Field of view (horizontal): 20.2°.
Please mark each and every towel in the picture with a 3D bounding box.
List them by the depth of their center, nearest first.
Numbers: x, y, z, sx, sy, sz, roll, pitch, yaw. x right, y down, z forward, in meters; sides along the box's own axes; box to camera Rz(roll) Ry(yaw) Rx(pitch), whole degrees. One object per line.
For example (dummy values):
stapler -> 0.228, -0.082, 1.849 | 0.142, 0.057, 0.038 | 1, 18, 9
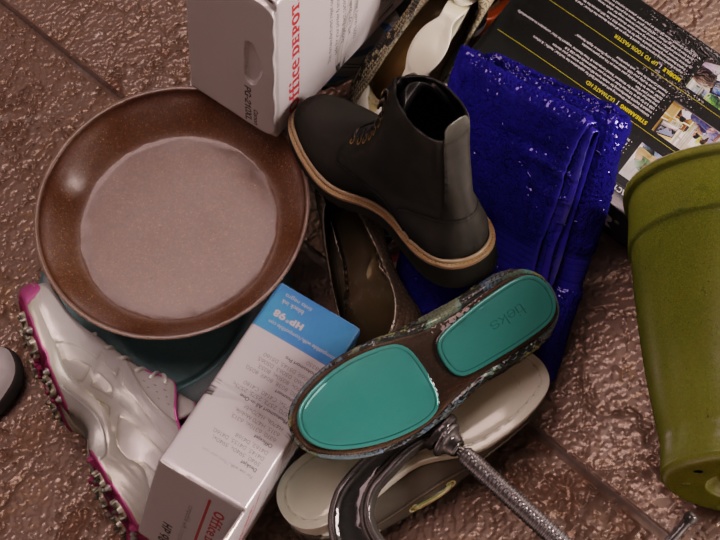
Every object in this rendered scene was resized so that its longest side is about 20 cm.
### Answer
towel -> 0.096, -0.038, 1.389 | 0.147, 0.049, 0.201 | 27, 111, 30

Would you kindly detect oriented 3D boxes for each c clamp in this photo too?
c clamp -> 0.086, 0.169, 1.299 | 0.199, 0.027, 0.171 | 36, 85, 9

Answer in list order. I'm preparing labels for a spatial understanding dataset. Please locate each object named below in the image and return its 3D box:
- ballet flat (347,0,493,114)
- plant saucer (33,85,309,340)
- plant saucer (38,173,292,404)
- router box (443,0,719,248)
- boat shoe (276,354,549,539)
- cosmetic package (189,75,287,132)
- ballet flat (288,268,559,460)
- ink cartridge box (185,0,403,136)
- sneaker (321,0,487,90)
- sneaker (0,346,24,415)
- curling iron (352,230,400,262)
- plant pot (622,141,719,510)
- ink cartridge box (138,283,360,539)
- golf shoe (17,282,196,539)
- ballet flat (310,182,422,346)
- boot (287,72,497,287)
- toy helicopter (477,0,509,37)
ballet flat -> 0.037, -0.146, 1.475 | 0.067, 0.201, 0.075 | 28, 32, -5
plant saucer -> -0.132, -0.037, 1.442 | 0.199, 0.037, 0.202 | -2, 65, 5
plant saucer -> -0.148, 0.016, 1.474 | 0.198, 0.027, 0.202 | -3, 76, 13
router box -> 0.176, -0.121, 1.452 | 0.199, 0.051, 0.149 | 37, 72, 11
boat shoe -> 0.039, 0.121, 1.360 | 0.201, 0.060, 0.072 | -30, 58, -4
cosmetic package -> -0.094, -0.086, 1.557 | 0.082, 0.051, 0.201 | -8, 54, 14
ballet flat -> 0.040, 0.066, 1.318 | 0.199, 0.075, 0.074 | -26, 51, -14
ink cartridge box -> -0.034, -0.217, 1.434 | 0.084, 0.145, 0.200 | 30, 60, 18
sneaker -> -0.001, -0.177, 1.540 | 0.198, 0.073, 0.072 | -10, 53, -5
sneaker -> -0.353, 0.090, 1.476 | 0.200, 0.108, 0.068 | -23, 52, 0
curling iron -> 0.075, -0.035, 1.473 | 0.198, 0.050, 0.026 | -14, 69, 3
plant pot -> 0.258, 0.048, 1.279 | 0.199, 0.201, 0.194 | 1, 67, 18
ink cartridge box -> -0.083, 0.121, 1.332 | 0.066, 0.116, 0.200 | 30, 57, 5
golf shoe -> -0.171, 0.090, 1.420 | 0.091, 0.075, 0.201 | -27, 82, -16
ballet flat -> 0.000, 0.000, 1.420 | 0.067, 0.046, 0.202 | -19, 75, 31
boot -> 0.018, -0.097, 1.340 | 0.077, 0.139, 0.200 | -35, 52, -22
toy helicopter -> 0.119, -0.279, 1.629 | 0.199, 0.079, 0.132 | -33, 43, -21
